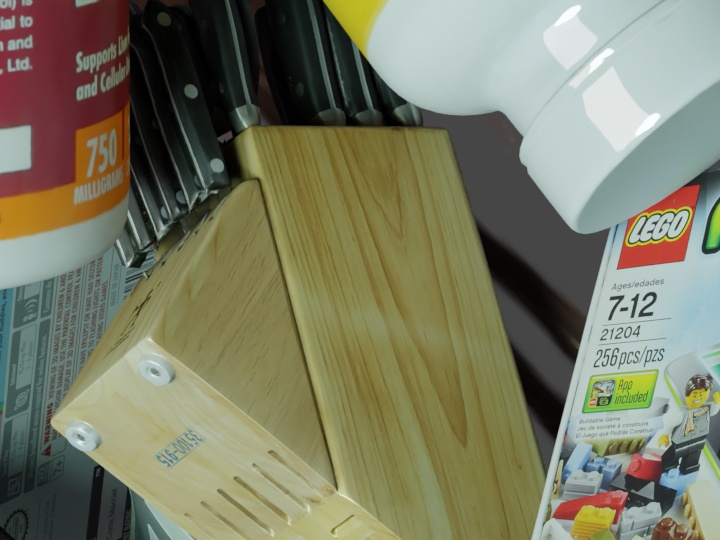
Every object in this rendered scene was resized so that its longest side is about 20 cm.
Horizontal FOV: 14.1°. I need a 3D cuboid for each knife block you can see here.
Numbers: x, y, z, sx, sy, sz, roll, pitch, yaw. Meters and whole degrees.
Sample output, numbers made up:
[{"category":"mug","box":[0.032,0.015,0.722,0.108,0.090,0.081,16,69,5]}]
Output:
[{"category":"knife block","box":[0.000,0.000,0.819,0.200,0.176,0.064,39,142,-10]}]

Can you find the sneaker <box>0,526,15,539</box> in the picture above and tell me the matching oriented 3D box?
[{"category":"sneaker","box":[-0.047,0.121,0.865,0.112,0.073,0.200,-36,98,8]}]

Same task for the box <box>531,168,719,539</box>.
[{"category":"box","box":[0.137,0.021,0.700,0.199,0.035,0.111,-9,56,44]}]

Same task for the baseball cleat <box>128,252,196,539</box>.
[{"category":"baseball cleat","box":[-0.031,0.081,0.913,0.106,0.070,0.201,20,124,20]}]

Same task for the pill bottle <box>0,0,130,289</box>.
[{"category":"pill bottle","box":[-0.113,-0.103,0.721,0.113,0.113,0.201,16,113,38]}]

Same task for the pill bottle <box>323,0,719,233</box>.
[{"category":"pill bottle","box":[0.027,-0.112,0.741,0.200,0.112,0.112,54,133,14]}]

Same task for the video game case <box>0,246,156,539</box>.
[{"category":"video game case","box":[-0.126,0.045,0.892,0.022,0.182,0.201,27,122,31]}]
